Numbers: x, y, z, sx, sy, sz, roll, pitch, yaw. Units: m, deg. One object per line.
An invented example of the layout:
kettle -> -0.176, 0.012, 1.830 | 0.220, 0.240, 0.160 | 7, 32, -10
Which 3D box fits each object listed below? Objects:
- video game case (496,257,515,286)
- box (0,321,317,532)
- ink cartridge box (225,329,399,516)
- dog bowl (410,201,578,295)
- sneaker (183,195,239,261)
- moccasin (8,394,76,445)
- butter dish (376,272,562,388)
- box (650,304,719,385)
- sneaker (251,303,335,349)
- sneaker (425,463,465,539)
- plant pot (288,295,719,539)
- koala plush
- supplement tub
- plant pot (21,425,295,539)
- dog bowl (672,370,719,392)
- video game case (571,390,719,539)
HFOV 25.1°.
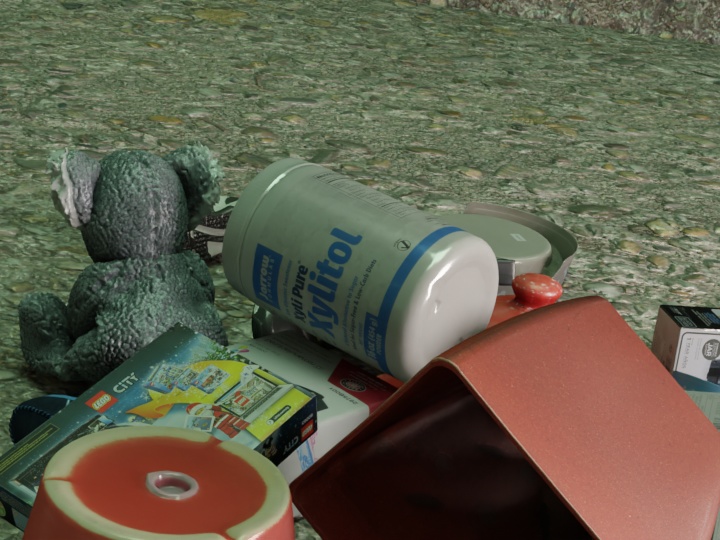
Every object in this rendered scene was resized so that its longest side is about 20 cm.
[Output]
video game case -> 0.034, -0.003, 1.525 | 0.199, 0.026, 0.181 | 1, 2, -4
box -> -0.144, 0.126, 1.134 | 0.136, 0.038, 0.200 | 25, 46, 30
ink cartridge box -> -0.084, 0.127, 1.281 | 0.146, 0.083, 0.200 | 26, 26, 37
dog bowl -> 0.136, -0.018, 1.782 | 0.199, 0.059, 0.200 | 8, 21, -3
sneaker -> -0.184, -0.042, 1.728 | 0.200, 0.074, 0.080 | -5, 10, -43
moccasin -> -0.200, 0.148, 1.187 | 0.200, 0.081, 0.068 | 24, 30, 37
butter dish -> 0.143, 0.074, 1.419 | 0.199, 0.148, 0.199 | -6, 26, -35
box -> 0.366, 0.100, 1.488 | 0.199, 0.117, 0.060 | 3, 19, -11
sneaker -> -0.014, 0.037, 1.523 | 0.200, 0.075, 0.084 | -12, 5, -43
sneaker -> 0.058, 0.205, 1.102 | 0.088, 0.075, 0.200 | 23, 54, 8
plant pot -> 0.113, 0.132, 1.019 | 0.200, 0.200, 0.176 | 50, 47, 5
koala plush -> -0.188, -0.010, 1.376 | 0.177, 0.201, 0.184 | -1, 4, -25
supplement tub -> 0.000, 0.000, 1.326 | 0.200, 0.132, 0.132 | 25, 26, 31
plant pot -> -0.120, 0.200, 0.945 | 0.200, 0.178, 0.201 | 7, 20, -3
dog bowl -> 0.349, 0.147, 1.379 | 0.200, 0.050, 0.111 | 25, -2, 15
video game case -> 0.192, 0.149, 1.196 | 0.181, 0.023, 0.200 | 3, 31, 19
